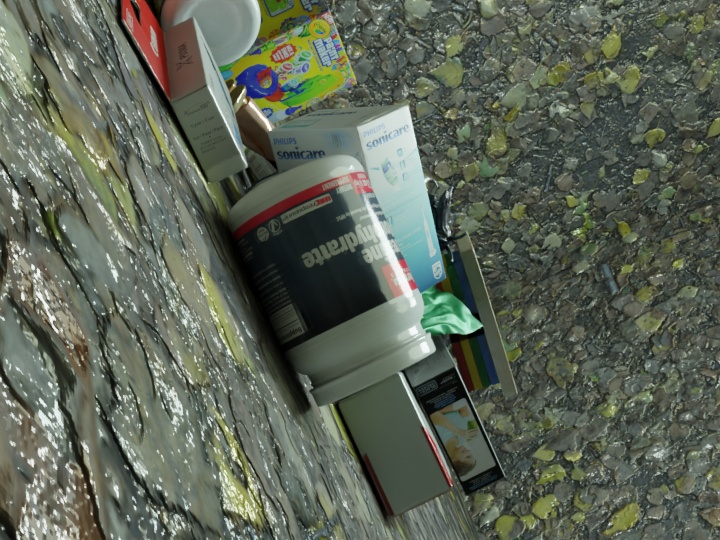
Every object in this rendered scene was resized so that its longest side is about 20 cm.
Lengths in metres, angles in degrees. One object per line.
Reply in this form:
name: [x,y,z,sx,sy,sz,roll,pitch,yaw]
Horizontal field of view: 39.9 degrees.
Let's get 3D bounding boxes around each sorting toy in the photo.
sorting toy: [0.146,0.060,1.360,0.200,0.069,0.201,-66,139,-80]

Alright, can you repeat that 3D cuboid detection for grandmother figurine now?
grandmother figurine: [-0.105,-0.148,1.227,0.200,0.061,0.121,46,3,-34]

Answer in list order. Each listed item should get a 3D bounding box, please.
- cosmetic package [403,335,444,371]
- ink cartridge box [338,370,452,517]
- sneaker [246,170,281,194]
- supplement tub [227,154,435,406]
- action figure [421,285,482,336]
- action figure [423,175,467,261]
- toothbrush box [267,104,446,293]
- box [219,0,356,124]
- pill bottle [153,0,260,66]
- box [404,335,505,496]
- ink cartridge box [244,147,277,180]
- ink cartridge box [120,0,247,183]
cosmetic package: [0.062,0.050,1.345,0.151,0.051,0.201,-71,147,-50]
ink cartridge box: [0.045,0.204,1.209,0.200,0.083,0.145,45,20,-83]
sneaker: [-0.066,-0.029,1.180,0.147,0.076,0.202,63,0,18]
supplement tub: [-0.026,0.009,0.921,0.140,0.139,0.202,31,34,-86]
action figure: [0.058,0.062,1.172,0.118,0.055,0.200,35,26,17]
action figure: [0.051,-0.063,1.189,0.199,0.120,0.102,28,9,29]
toothbrush box: [-0.003,-0.072,1.088,0.146,0.085,0.202,7,-63,45]
box: [-0.129,-0.328,1.446,0.200,0.191,0.123,58,7,-68]
pill bottle: [-0.186,-0.330,1.143,0.201,0.111,0.112,-112,176,-45]
box: [0.112,0.176,1.272,0.117,0.060,0.201,-115,179,-60]
ink cartridge box: [-0.060,-0.128,1.388,0.146,0.048,0.199,54,32,9]
ink cartridge box: [-0.174,-0.206,0.972,0.201,0.044,0.177,-112,178,-56]
